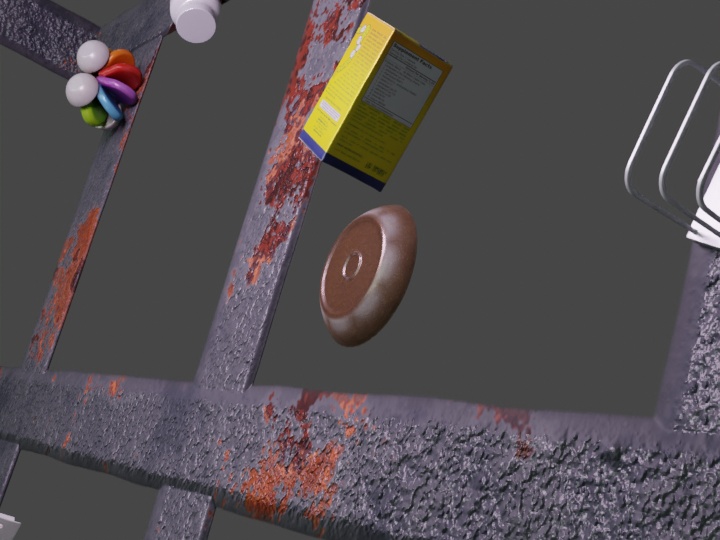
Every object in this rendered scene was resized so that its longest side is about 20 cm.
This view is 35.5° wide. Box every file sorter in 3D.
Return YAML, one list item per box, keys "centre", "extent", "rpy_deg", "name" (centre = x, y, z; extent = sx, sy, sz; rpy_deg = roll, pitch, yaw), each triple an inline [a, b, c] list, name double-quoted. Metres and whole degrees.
- centre: [0.336, -0.088, 0.928]
  extent: [0.141, 0.123, 0.199]
  rpy_deg: [-64, 29, 1]
  name: "file sorter"

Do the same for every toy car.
- centre: [-0.593, -0.437, 2.676]
  extent: [0.147, 0.175, 0.203]
  rpy_deg: [6, 69, 20]
  name: "toy car"

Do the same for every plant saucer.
- centre: [0.000, 0.000, 1.497]
  extent: [0.200, 0.036, 0.203]
  rpy_deg: [-39, 39, 39]
  name: "plant saucer"

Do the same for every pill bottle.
- centre: [-0.351, -0.578, 2.398]
  extent: [0.112, 0.111, 0.202]
  rpy_deg: [-45, 36, 32]
  name: "pill bottle"

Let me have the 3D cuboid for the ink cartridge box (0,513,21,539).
- centre: [-0.779, 0.548, 2.285]
  extent: [0.201, 0.116, 0.068]
  rpy_deg: [-54, 29, 19]
  name: "ink cartridge box"

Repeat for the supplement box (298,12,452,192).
- centre: [0.019, -0.233, 1.558]
  extent: [0.202, 0.108, 0.110]
  rpy_deg: [-59, 31, 11]
  name: "supplement box"
